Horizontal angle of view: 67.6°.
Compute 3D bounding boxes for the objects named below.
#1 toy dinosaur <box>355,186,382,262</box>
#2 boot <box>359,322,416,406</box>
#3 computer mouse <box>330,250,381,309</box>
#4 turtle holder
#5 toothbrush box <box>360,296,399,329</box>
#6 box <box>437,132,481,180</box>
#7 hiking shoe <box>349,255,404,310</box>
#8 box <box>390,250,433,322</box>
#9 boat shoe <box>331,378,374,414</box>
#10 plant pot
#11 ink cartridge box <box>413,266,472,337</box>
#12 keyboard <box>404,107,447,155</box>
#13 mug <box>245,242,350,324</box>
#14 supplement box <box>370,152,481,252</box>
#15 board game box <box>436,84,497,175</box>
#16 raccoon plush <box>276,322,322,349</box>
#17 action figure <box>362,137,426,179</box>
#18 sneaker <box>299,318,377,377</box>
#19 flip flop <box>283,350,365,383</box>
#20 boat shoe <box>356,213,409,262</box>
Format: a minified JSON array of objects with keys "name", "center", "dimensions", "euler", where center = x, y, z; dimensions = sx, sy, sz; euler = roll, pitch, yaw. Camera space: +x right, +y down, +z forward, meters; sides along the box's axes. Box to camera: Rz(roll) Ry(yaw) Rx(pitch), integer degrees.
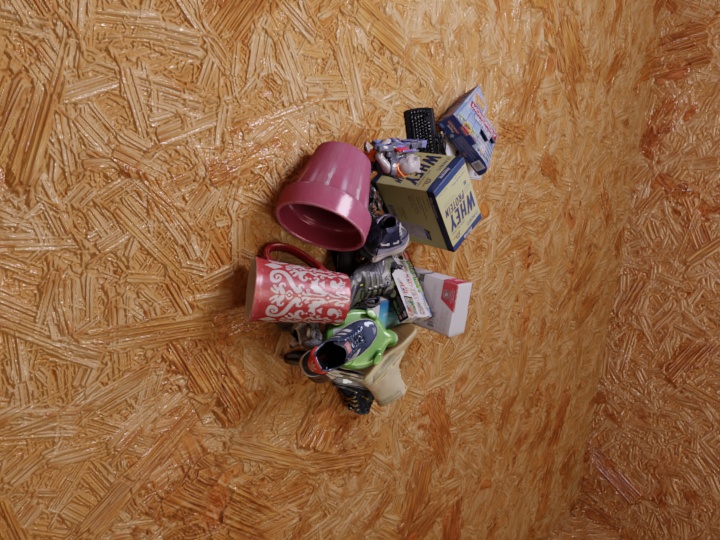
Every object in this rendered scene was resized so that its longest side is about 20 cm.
[{"name":"toy dinosaur","center":[0.017,-0.118,1.283],"dimensions":[0.136,0.102,0.200],"euler":[46,26,-50]},{"name":"boot","center":[0.088,0.244,1.387],"dimensions":[0.200,0.073,0.156],"euler":[-45,129,-17]},{"name":"computer mouse","center":[0.000,0.000,1.297],"dimensions":[0.140,0.046,0.201],"euler":[1,82,-30]},{"name":"turtle holder","center":[-0.007,0.155,1.270],"dimensions":[0.185,0.132,0.141],"euler":[-31,91,-23]},{"name":"toothbrush box","center":[0.028,0.163,1.419],"dimensions":[0.146,0.085,0.201],"euler":[-6,109,-45]},{"name":"box","center":[0.275,-0.322,1.528],"dimensions":[0.200,0.060,0.117],"euler":[-6,108,-46]},{"name":"hiking shoe","center":[0.027,0.031,1.225],"dimensions":[0.200,0.101,0.076],"euler":[-54,178,-30]},{"name":"box","center":[0.114,0.039,1.410],"dimensions":[0.110,0.035,0.201],"euler":[4,58,-47]},{"name":"boat shoe","center":[-0.019,0.333,1.435],"dimensions":[0.200,0.071,0.091],"euler":[29,78,-50]},{"name":"plant pot","center":[-0.061,-0.165,1.147],"dimensions":[0.200,0.199,0.180],"euler":[40,59,-46]},{"name":"ink cartridge box","center":[0.192,0.080,1.478],"dimensions":[0.083,0.200,0.147],"euler":[-6,108,-49]},{"name":"keyboard","center":[0.176,-0.321,1.395],"dimensions":[0.040,0.104,0.201],"euler":[-82,162,-59]},{"name":"mug","center":[-0.127,0.028,1.119],"dimensions":[0.199,0.133,0.178],"euler":[7,82,-18]},{"name":"supplement box","center":[0.169,-0.178,1.362],"dimensions":[0.134,0.199,0.200],"euler":[-49,134,-23]},{"name":"board game box","center":[0.311,-0.401,1.473],"dimensions":[0.200,0.062,0.200],"euler":[43,51,-26]},{"name":"raccoon plush","center":[-0.105,0.088,1.212],"dimensions":[0.097,0.134,0.200],"euler":[41,74,-45]},{"name":"action figure","center":[0.067,-0.253,1.232],"dimensions":[0.200,0.193,0.105],"euler":[-15,115,-43]},{"name":"sneaker","center":[-0.030,0.162,1.137],"dimensions":[0.200,0.084,0.075],"euler":[-31,91,-30]},{"name":"flip flop","center":[-0.087,0.240,1.272],"dimensions":[0.199,0.081,0.058],"euler":[19,98,-15]},{"name":"boat shoe","center":[0.073,-0.088,1.226],"dimensions":[0.200,0.075,0.093],"euler":[-35,159,-56]}]
